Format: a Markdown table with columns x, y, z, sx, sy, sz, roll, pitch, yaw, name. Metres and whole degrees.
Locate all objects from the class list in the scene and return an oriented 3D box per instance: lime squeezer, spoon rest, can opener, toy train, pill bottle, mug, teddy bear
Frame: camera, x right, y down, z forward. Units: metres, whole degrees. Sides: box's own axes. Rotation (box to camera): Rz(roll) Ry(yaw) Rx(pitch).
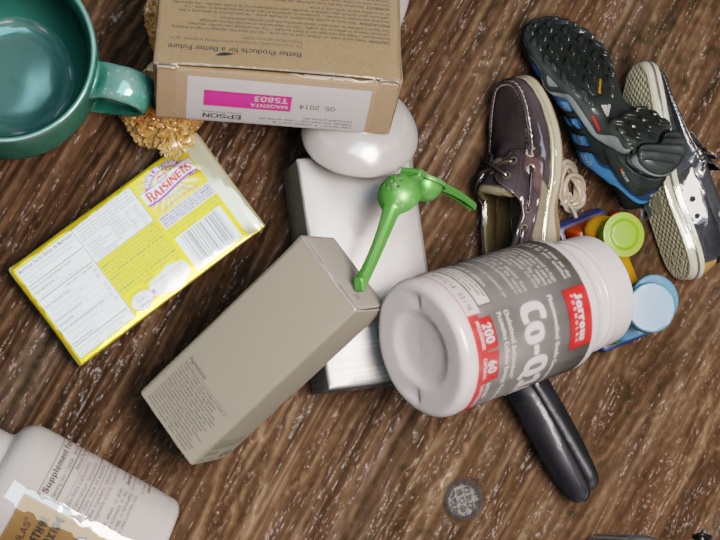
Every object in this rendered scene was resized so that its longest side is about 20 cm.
| x | y | z | sx | sy | sz | roll | pitch | yaw | name |
| --- | --- | --- | --- | --- | --- | --- | --- | --- | --- |
| 0.049 | -0.053 | 1.423 | 0.200 | 0.037 | 0.071 | -35 | 109 | -53 | lime squeezer |
| 0.008 | -0.154 | 1.478 | 0.098 | 0.061 | 0.201 | 10 | 53 | 3 | spoon rest |
| 0.150 | 0.113 | 1.521 | 0.201 | 0.078 | 0.063 | 53 | 39 | -6 | can opener |
| 0.210 | -0.032 | 1.509 | 0.084 | 0.116 | 0.202 | -21 | 89 | -13 | toy train |
| -0.257 | 0.191 | 1.392 | 0.199 | 0.114 | 0.115 | 30 | 80 | -7 | pill bottle |
| 0.123 | 0.040 | 1.410 | 0.199 | 0.114 | 0.115 | -17 | 88 | -35 | pill bottle |
| -0.278 | -0.157 | 1.414 | 0.152 | 0.114 | 0.185 | -43 | 89 | -9 | mug |
| -0.122 | -0.185 | 1.473 | 0.199 | 0.067 | 0.146 | -22 | 79 | -13 | teddy bear |

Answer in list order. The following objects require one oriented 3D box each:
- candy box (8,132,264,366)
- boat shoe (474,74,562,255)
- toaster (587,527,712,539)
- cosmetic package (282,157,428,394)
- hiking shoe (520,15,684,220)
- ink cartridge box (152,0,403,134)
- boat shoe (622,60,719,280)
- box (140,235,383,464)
| x | y | z | sx | sy | sz | roll | pitch | yaw | name |
| --- | --- | --- | --- | --- | --- | --- | --- | --- | --- |
| -0.189 | -0.018 | 1.470 | 0.199 | 0.026 | 0.103 | -37 | 89 | -13 | candy box |
| 0.134 | -0.072 | 1.515 | 0.064 | 0.072 | 0.202 | -2 | 91 | -34 | boat shoe |
| 0.223 | 0.302 | 1.474 | 0.113 | 0.129 | 0.201 | 27 | 81 | -9 | toaster |
| 0.000 | 0.000 | 1.480 | 0.106 | 0.090 | 0.202 | -5 | 83 | -12 | cosmetic package |
| 0.199 | -0.138 | 1.532 | 0.074 | 0.087 | 0.201 | -20 | 61 | -29 | hiking shoe |
| -0.067 | -0.203 | 1.414 | 0.198 | 0.075 | 0.166 | 5 | 58 | -5 | ink cartridge box |
| 0.287 | -0.093 | 1.555 | 0.062 | 0.075 | 0.202 | -19 | 93 | -18 | boat shoe |
| -0.080 | 0.065 | 1.411 | 0.200 | 0.068 | 0.082 | -42 | 75 | 18 | box |
